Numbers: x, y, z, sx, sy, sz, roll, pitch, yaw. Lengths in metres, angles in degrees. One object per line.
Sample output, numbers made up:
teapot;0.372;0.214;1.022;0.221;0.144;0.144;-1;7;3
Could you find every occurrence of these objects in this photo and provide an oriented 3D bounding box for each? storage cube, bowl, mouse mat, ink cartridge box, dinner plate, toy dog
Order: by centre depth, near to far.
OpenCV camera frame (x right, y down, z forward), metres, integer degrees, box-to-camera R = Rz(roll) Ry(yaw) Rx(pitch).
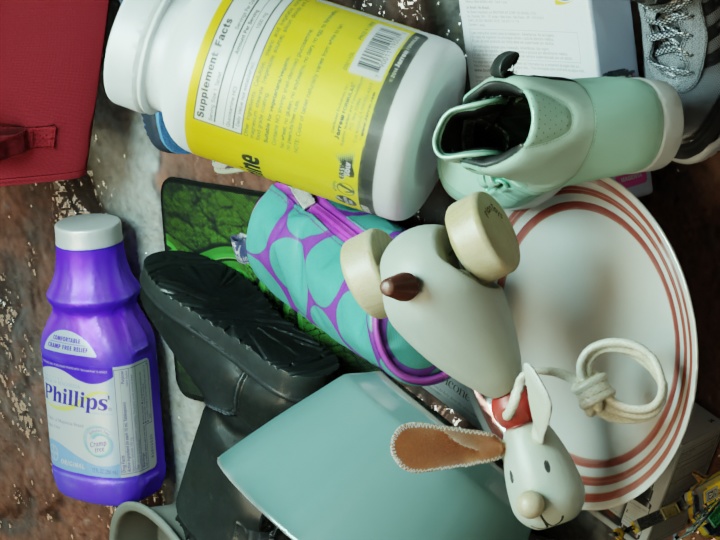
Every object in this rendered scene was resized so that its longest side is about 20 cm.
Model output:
toy dog;0.061;0.052;1.524;0.200;0.096;0.132;45;117;4
dinner plate;0.128;0.038;1.602;0.200;0.024;0.201;14;108;50
ink cartridge box;0.108;-0.142;1.613;0.119;0.042;0.201;8;113;53
bowl;0.025;0.135;1.645;0.201;0.201;0.105;39;90;26
storage cube;-0.281;-0.171;1.854;0.200;0.170;0.181;42;131;46
mouse mat;-0.059;0.025;1.860;0.199;0.008;0.162;11;112;41

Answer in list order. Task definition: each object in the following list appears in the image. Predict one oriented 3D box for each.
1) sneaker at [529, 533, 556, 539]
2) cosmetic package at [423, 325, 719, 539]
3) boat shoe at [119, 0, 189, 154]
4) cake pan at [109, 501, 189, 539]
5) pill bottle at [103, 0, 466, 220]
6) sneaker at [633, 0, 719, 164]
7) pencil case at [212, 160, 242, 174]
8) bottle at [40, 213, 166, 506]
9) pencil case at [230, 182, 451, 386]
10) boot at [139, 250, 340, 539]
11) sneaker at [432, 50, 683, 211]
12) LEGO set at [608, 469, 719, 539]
sneaker;0.052;0.168;1.759;0.199;0.078;0.083;9;109;40
cosmetic package;0.120;0.078;1.683;0.200;0.051;0.083;35;124;29
boat shoe;-0.119;-0.177;1.808;0.068;0.084;0.201;7;93;48
cake pan;-0.113;0.249;1.926;0.200;0.037;0.201;45;146;42
pill bottle;-0.046;-0.110;1.655;0.199;0.112;0.113;19;119;15
sneaker;0.166;-0.145;1.517;0.075;0.114;0.201;25;121;34
pencil case;-0.066;-0.163;1.751;0.089;0.078;0.201;-1;105;31
bottle;-0.183;0.062;1.945;0.083;0.065;0.201;9;111;35
pencil case;0.000;0.000;1.688;0.200;0.085;0.093;32;150;58
boot;-0.092;0.098;1.844;0.198;0.073;0.163;37;124;38
sneaker;0.073;-0.078;1.540;0.200;0.118;0.074;-12;78;57
LEGO set;0.185;0.214;1.591;0.154;0.200;0.116;47;135;-7
